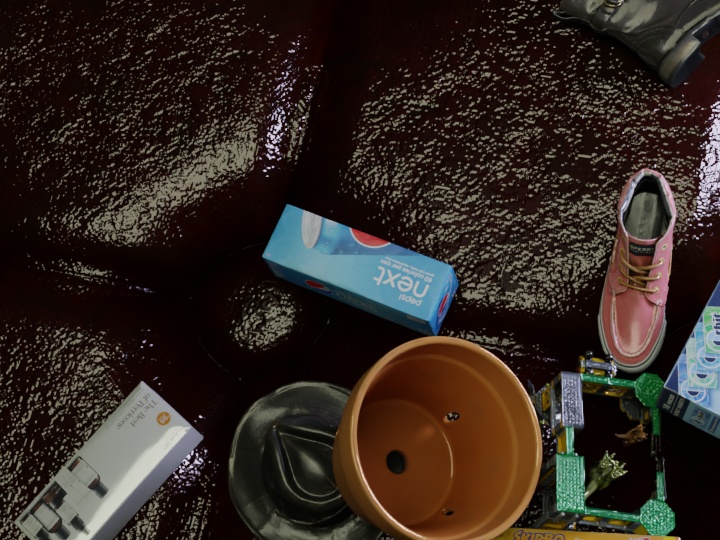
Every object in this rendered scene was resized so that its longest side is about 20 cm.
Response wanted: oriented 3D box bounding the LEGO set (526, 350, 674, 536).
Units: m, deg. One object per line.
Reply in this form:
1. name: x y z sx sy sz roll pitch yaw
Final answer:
1. LEGO set: 0.230 0.194 1.574 0.153 0.116 0.201 1 65 -15

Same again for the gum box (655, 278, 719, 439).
1. gum box: 0.417 0.106 1.553 0.199 0.045 0.170 27 60 15

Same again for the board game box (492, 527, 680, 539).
1. board game box: 0.211 0.286 1.527 0.198 0.096 0.030 -1 49 14

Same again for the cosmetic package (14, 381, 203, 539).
1. cosmetic package: -0.266 0.221 1.672 0.082 0.051 0.200 39 82 19

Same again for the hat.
1. hat: -0.054 0.200 1.623 0.199 0.081 0.202 -4 71 11

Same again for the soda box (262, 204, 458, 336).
1. soda box: 0.000 0.000 1.693 0.199 0.064 0.068 21 76 16

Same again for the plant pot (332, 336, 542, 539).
1. plant pot: 0.058 0.178 1.541 0.199 0.140 0.202 7 72 -21

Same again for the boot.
1. boot: 0.330 -0.315 1.739 0.174 0.069 0.200 42 85 20

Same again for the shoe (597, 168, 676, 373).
1. shoe: 0.284 -0.001 1.624 0.071 0.091 0.202 7 72 13
